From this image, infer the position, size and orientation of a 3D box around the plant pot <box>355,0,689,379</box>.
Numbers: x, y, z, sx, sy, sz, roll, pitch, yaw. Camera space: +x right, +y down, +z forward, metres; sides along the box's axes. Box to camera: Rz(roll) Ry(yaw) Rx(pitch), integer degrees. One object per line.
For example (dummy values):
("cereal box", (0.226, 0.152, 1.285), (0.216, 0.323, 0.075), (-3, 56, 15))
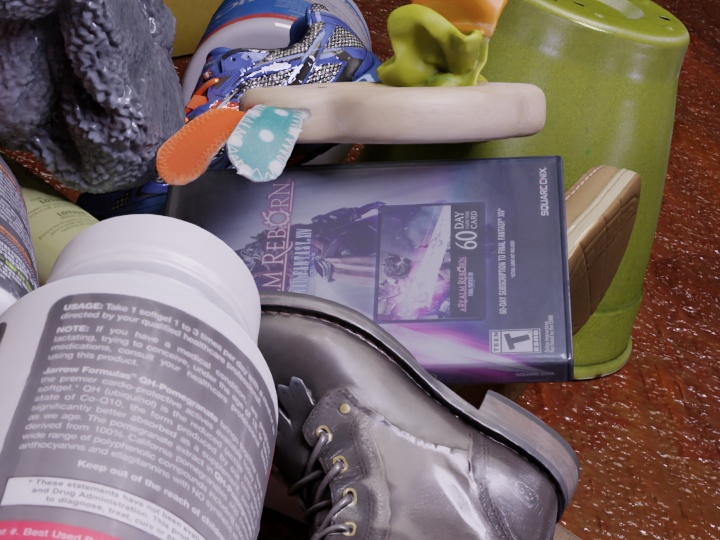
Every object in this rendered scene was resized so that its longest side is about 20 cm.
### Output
("plant pot", (0.096, -0.071, 1.133), (0.200, 0.194, 0.201), (17, 21, -7))

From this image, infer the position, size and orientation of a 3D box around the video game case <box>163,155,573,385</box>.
("video game case", (0.000, 0.000, 0.950), (0.199, 0.019, 0.143), (-1, 44, 4))

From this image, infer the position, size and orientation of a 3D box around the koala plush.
("koala plush", (-0.199, -0.113, 0.971), (0.199, 0.184, 0.178), (-9, 33, 8))

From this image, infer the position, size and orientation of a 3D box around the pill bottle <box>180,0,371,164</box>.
("pill bottle", (-0.050, -0.128, 1.262), (0.112, 0.113, 0.200), (18, 20, -4))

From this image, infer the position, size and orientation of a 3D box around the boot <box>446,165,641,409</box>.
("boot", (0.039, -0.007, 1.016), (0.155, 0.073, 0.200), (27, 57, 26))

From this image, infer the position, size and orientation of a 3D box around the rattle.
("rattle", (-0.005, -0.118, 0.975), (0.199, 0.143, 0.130), (-2, 23, -29))

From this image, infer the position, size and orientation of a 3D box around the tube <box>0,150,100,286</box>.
("tube", (-0.179, -0.030, 0.997), (0.200, 0.052, 0.058), (34, -14, 44))

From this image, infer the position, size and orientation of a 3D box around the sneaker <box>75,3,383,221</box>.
("sneaker", (-0.074, -0.077, 1.071), (0.200, 0.075, 0.079), (-32, 92, -26))

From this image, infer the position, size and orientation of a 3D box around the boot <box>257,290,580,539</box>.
("boot", (-0.009, 0.102, 0.745), (0.199, 0.069, 0.174), (22, 41, 3))

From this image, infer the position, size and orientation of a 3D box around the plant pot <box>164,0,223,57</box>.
("plant pot", (-0.190, -0.276, 1.379), (0.195, 0.201, 0.194), (27, 22, 20))

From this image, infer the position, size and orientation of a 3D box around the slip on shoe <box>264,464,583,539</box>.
("slip on shoe", (0.025, 0.091, 0.854), (0.199, 0.061, 0.076), (25, 21, 14))

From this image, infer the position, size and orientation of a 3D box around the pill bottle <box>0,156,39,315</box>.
("pill bottle", (-0.188, 0.001, 0.826), (0.106, 0.107, 0.200), (12, 22, -18))

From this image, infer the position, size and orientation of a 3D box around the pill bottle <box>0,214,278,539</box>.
("pill bottle", (-0.087, 0.071, 0.667), (0.110, 0.111, 0.200), (17, 38, -7))
